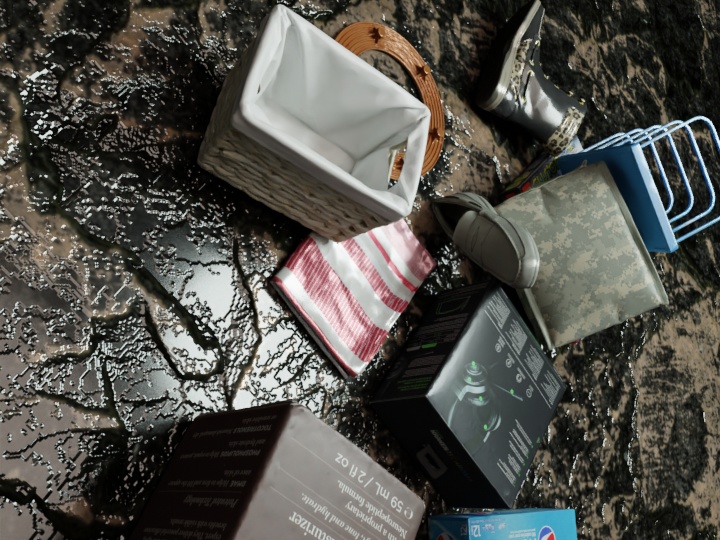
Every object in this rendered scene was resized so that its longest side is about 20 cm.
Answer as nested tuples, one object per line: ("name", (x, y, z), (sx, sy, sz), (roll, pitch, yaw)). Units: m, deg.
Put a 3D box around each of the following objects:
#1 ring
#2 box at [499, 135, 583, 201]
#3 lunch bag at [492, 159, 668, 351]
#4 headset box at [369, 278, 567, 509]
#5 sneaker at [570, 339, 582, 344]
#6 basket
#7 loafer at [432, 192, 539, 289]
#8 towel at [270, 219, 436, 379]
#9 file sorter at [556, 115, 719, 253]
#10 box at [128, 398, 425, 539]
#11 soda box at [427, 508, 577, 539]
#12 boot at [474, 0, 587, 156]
("ring", (0.038, -0.209, 0.959), (0.198, 0.019, 0.204), (13, 71, -40))
("box", (0.283, -0.112, 1.144), (0.200, 0.034, 0.111), (-41, 106, -41))
("lunch bag", (0.268, -0.022, 1.002), (0.118, 0.162, 0.203), (-3, 71, -84))
("headset box", (0.126, 0.145, 0.890), (0.175, 0.092, 0.201), (52, 50, -19))
("sneaker", (0.337, 0.033, 1.123), (0.075, 0.080, 0.201), (57, 50, -23))
("basket", (-0.047, -0.133, 0.779), (0.198, 0.123, 0.137), (29, 60, -27))
("loafer", (0.142, -0.037, 0.913), (0.069, 0.200, 0.071), (4, 112, -20))
("towel", (0.000, 0.000, 0.865), (0.145, 0.023, 0.201), (52, 50, -18))
("file sorter", (0.379, -0.117, 1.049), (0.121, 0.200, 0.141), (-26, 99, -9))
("box", (-0.080, 0.238, 0.628), (0.166, 0.163, 0.202), (42, 54, -26))
("soda box", (0.167, 0.312, 0.901), (0.198, 0.064, 0.069), (11, 71, -40))
("boot", (0.255, -0.274, 1.121), (0.150, 0.073, 0.202), (33, 61, -18))
